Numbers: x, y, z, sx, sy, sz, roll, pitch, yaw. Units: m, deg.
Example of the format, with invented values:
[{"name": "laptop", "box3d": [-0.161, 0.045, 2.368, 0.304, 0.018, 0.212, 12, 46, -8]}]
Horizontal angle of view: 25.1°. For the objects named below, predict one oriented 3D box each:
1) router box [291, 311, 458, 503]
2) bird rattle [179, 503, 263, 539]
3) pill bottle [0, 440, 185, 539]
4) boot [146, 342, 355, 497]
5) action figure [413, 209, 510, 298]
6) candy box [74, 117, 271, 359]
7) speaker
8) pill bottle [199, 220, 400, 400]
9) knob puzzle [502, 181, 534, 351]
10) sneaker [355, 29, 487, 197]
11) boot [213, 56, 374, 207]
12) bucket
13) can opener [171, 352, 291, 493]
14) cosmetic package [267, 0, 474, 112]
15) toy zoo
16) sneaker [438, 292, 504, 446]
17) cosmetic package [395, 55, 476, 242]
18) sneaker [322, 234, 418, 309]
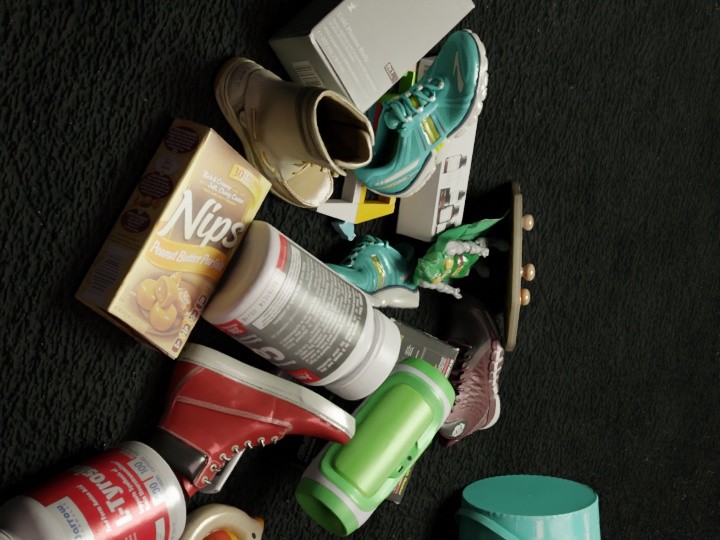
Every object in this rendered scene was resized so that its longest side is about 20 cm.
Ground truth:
[{"name": "router box", "box3d": [0.019, 0.155, 1.863, 0.150, 0.062, 0.201, 27, 83, -50]}, {"name": "bird rattle", "box3d": [-0.169, 0.328, 1.713, 0.199, 0.112, 0.164, 14, 82, -39]}, {"name": "pill bottle", "box3d": [-0.270, 0.247, 1.514, 0.199, 0.112, 0.113, -26, 124, -42]}, {"name": "boot", "box3d": [-0.112, 0.175, 1.639, 0.199, 0.072, 0.145, 22, 78, -13]}, {"name": "action figure", "box3d": [0.110, -0.011, 1.850, 0.118, 0.055, 0.200, -57, 162, 21]}, {"name": "candy box", "box3d": [-0.178, -0.031, 1.556, 0.201, 0.055, 0.115, -61, 142, -11]}, {"name": "speaker", "box3d": [0.017, 0.190, 1.759, 0.200, 0.088, 0.089, -49, 137, -24]}, {"name": "pill bottle", "box3d": [-0.060, 0.046, 1.637, 0.200, 0.114, 0.114, 36, 76, -33]}, {"name": "knob puzzle", "box3d": [0.193, 0.005, 1.942, 0.220, 0.030, 0.221, 3, 90, -87]}, {"name": "sneaker", "box3d": [0.065, -0.163, 1.704, 0.079, 0.078, 0.201, 14, 115, -41]}, {"name": "boot", "box3d": [-0.046, -0.119, 1.596, 0.072, 0.154, 0.200, -52, 136, -19]}, {"name": "bucket", "box3d": [0.215, 0.352, 2.075, 0.206, 0.206, 0.136, -11, 104, -47]}, {"name": "can opener", "box3d": [-0.128, 0.139, 1.688, 0.201, 0.053, 0.067, -60, 141, -16]}, {"name": "cosmetic package", "box3d": [0.013, -0.253, 1.653, 0.200, 0.090, 0.107, -46, 115, -25]}, {"name": "toy zoo", "box3d": [0.001, -0.132, 1.757, 0.131, 0.020, 0.201, -3, 107, -50]}, {"name": "sneaker", "box3d": [0.114, 0.133, 1.962, 0.115, 0.075, 0.201, -33, 129, -34]}, {"name": "cosmetic package", "box3d": [0.092, -0.139, 1.824, 0.082, 0.050, 0.201, -24, 126, -60]}, {"name": "sneaker", "box3d": [0.000, 0.000, 1.781, 0.200, 0.077, 0.080, 1, 95, -60]}]
